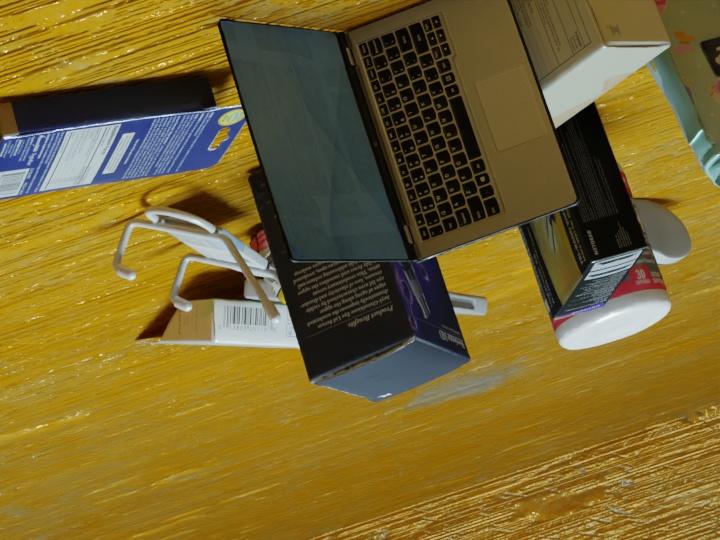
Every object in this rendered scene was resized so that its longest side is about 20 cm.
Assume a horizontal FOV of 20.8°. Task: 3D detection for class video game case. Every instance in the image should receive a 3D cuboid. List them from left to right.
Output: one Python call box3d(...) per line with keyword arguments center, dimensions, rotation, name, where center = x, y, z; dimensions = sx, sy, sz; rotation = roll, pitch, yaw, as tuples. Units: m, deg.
box3d(center=(0.008, 0.028, 1.966), dimensions=(0.199, 0.022, 0.182), rotation=(3, 178, 20), name="video game case")

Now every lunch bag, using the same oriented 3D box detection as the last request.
box3d(center=(0.311, -0.153, 1.600), dimensions=(0.199, 0.171, 0.122), rotation=(3, 149, -47), name="lunch bag")

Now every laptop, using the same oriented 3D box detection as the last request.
box3d(center=(0.029, -0.112, 1.396), dimensions=(0.199, 0.188, 0.116), rotation=(-20, 165, 7), name="laptop")

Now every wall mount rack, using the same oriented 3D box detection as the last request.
box3d(center=(-0.114, 0.009, 1.729), dimensions=(0.173, 0.075, 0.200), rotation=(12, 170, 25), name="wall mount rack")

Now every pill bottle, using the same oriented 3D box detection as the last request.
box3d(center=(0.204, -0.038, 1.810), dimensions=(0.110, 0.201, 0.111), rotation=(-17, 165, -5), name="pill bottle")

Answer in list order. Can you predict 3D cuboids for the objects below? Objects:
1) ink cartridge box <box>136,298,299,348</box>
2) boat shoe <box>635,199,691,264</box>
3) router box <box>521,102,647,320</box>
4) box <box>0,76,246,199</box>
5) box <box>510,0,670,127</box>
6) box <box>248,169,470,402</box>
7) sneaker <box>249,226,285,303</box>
box3d(center=(-0.121, 0.057, 2.022), dimensions=(0.160, 0.050, 0.200), rotation=(4, 178, -29), name="ink cartridge box")
box3d(center=(0.270, -0.027, 2.150), dimensions=(0.201, 0.075, 0.086), rotation=(-1, 156, -40), name="boat shoe")
box3d(center=(0.167, -0.078, 1.638), dimensions=(0.052, 0.201, 0.157), rotation=(-15, 163, -10), name="router box")
box3d(center=(-0.188, -0.100, 1.483), dimensions=(0.199, 0.033, 0.121), rotation=(-9, 162, -25), name="box")
box3d(center=(0.134, -0.164, 1.513), dimensions=(0.077, 0.095, 0.200), rotation=(-5, 161, -40), name="box")
box3d(center=(0.000, 0.000, 1.713), dimensions=(0.104, 0.201, 0.148), rotation=(-24, 163, 17), name="box")
box3d(center=(-0.001, -0.018, 1.868), dimensions=(0.199, 0.083, 0.078), rotation=(-16, 164, -11), name="sneaker")
